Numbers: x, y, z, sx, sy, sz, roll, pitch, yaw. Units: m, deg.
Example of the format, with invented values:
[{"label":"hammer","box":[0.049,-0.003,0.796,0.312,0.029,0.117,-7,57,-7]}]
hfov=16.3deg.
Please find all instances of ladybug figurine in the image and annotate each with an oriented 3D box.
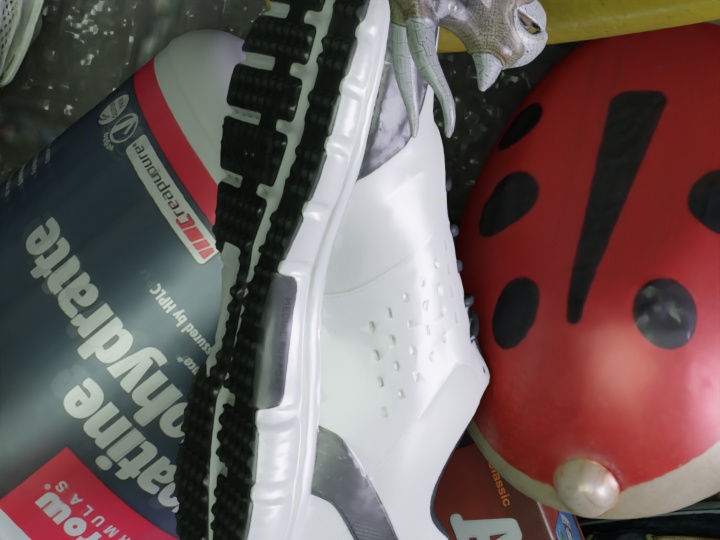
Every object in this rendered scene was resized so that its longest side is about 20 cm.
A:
[{"label":"ladybug figurine","box":[0.090,-0.012,0.780,0.136,0.200,0.072,-2,137,21]}]

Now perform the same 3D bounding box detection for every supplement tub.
[{"label":"supplement tub","box":[-0.081,0.029,0.837,0.200,0.140,0.140,-39,90,10]}]

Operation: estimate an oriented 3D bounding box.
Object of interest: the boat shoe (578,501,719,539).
[{"label":"boat shoe","box":[0.050,0.124,0.855,0.200,0.091,0.071,-15,94,9]}]

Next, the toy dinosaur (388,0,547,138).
[{"label":"toy dinosaur","box":[-0.022,-0.135,0.662,0.200,0.077,0.102,39,83,21]}]

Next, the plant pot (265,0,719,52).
[{"label":"plant pot","box":[0.056,-0.163,0.772,0.176,0.200,0.200,-17,94,31]}]

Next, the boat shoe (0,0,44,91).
[{"label":"boat shoe","box":[-0.141,-0.084,0.863,0.071,0.069,0.200,21,89,18]}]

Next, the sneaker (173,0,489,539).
[{"label":"sneaker","box":[0.000,0.000,0.732,0.080,0.074,0.200,4,106,-24]}]

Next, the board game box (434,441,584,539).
[{"label":"board game box","box":[0.050,0.157,0.813,0.103,0.019,0.200,-24,84,35]}]
